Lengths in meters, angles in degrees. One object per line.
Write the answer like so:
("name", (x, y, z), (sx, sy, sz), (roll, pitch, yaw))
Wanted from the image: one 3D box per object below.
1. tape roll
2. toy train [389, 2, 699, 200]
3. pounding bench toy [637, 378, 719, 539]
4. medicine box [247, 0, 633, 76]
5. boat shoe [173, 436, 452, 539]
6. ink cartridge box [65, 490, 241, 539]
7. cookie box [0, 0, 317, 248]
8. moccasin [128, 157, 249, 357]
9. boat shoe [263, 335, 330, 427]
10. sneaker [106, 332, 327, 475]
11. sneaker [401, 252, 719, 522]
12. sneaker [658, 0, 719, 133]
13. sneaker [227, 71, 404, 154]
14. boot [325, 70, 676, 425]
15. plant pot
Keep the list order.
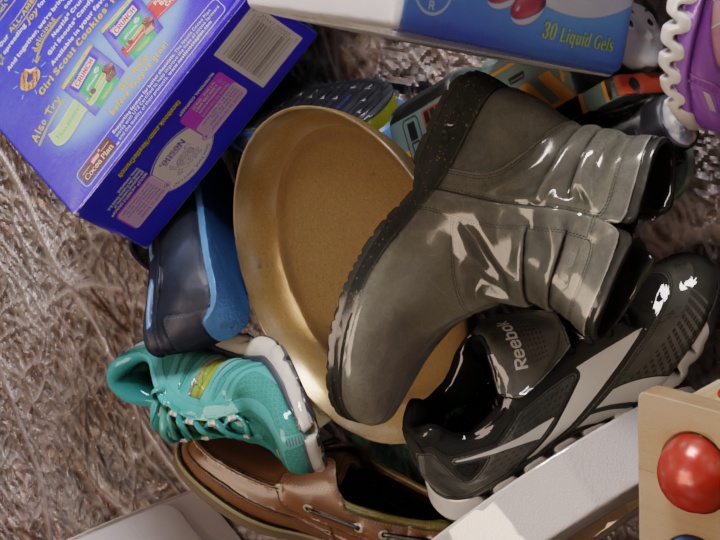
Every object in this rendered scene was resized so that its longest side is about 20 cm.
("tape roll", (0.104, 0.132, 1.249), (0.037, 0.202, 0.203), (57, 136, 12))
("toy train", (0.098, -0.071, 1.270), (0.200, 0.085, 0.115), (-28, 75, 47))
("pounding bench toy", (0.250, 0.119, 1.126), (0.199, 0.155, 0.125), (14, 115, 42))
("medicine box", (0.054, -0.209, 1.144), (0.103, 0.182, 0.202), (14, 96, 42))
("boat shoe", (-0.019, 0.133, 1.447), (0.199, 0.072, 0.068), (24, 127, 5))
("ink cartridge box", (-0.152, 0.282, 1.609), (0.147, 0.144, 0.201), (46, 132, 24))
("cookie box", (-0.149, -0.142, 1.414), (0.171, 0.075, 0.200), (-50, 52, 8))
("moccasin", (-0.116, -0.027, 1.434), (0.068, 0.201, 0.081), (-26, 123, 14))
("boat shoe", (-0.013, 0.053, 1.449), (0.062, 0.072, 0.200), (37, 140, -20))
("sneaker", (-0.084, 0.082, 1.391), (0.200, 0.079, 0.078), (23, 135, 55))
("sneaker", (0.104, 0.050, 1.233), (0.091, 0.200, 0.067), (49, -175, -46))
("sneaker", (0.203, -0.152, 1.136), (0.088, 0.081, 0.201), (18, 123, 17))
("sneaker", (-0.033, -0.076, 1.410), (0.199, 0.066, 0.079), (14, 142, 51))
("boot", (0.071, 0.006, 1.174), (0.130, 0.068, 0.201), (27, 95, 29))
("plant pot", (0.000, 0.000, 1.319), (0.200, 0.027, 0.201), (29, 130, 41))
